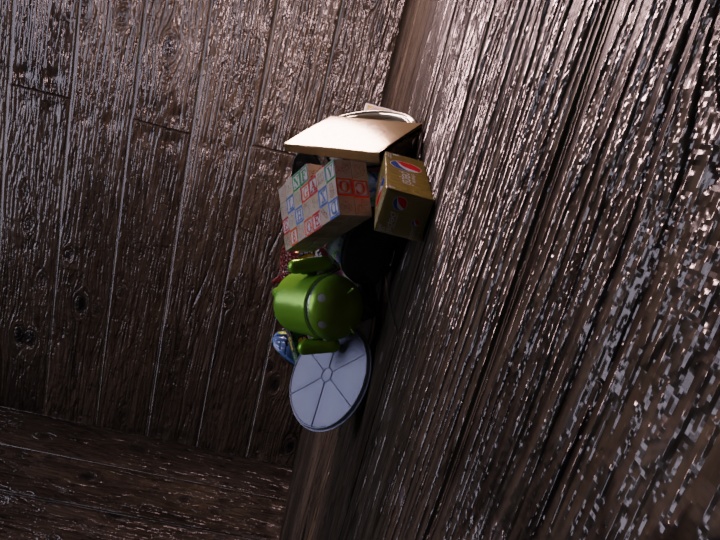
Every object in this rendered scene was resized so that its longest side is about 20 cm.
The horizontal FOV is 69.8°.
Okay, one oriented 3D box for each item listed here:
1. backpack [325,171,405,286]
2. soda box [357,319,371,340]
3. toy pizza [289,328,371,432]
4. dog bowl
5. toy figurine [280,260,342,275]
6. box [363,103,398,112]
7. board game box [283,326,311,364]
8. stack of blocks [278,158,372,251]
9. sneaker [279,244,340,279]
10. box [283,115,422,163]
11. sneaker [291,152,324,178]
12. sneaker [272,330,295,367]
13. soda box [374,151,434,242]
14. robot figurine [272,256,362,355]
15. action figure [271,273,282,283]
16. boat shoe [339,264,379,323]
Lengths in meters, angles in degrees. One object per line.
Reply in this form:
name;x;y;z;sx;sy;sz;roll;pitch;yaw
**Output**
backpack;-0.002;-0.100;0.917;0.200;0.153;0.163;-82;10;-46
soda box;-0.019;0.138;1.044;0.068;0.064;0.200;113;170;-64
toy pizza;-0.052;0.195;0.945;0.200;0.032;0.201;-24;50;32
dog bowl;0.015;-0.258;1.045;0.200;0.200;0.074;-83;-11;-54
toy figurine;-0.076;-0.010;1.162;0.184;0.150;0.200;-41;61;55
box;0.041;-0.331;1.370;0.101;0.112;0.200;110;173;-55
board game box;-0.091;0.170;1.065;0.023;0.105;0.200;-42;62;50
stack of blocks;-0.063;-0.112;0.837;0.200;0.058;0.115;-24;71;56
sneaker;-0.106;-0.013;1.073;0.200;0.082;0.078;3;89;53
box;-0.012;-0.242;0.937;0.163;0.200;0.021;-44;-41;-44
sneaker;-0.069;-0.167;1.044;0.121;0.083;0.200;-63;-33;-50
sneaker;-0.110;0.206;1.105;0.083;0.199;0.071;-47;8;45
soda box;0.061;-0.115;0.763;0.200;0.068;0.064;-85;10;-63
robot figurine;-0.077;0.062;0.933;0.200;0.116;0.176;5;101;47
action figure;-0.138;0.112;1.151;0.099;0.200;0.065;-42;-13;31
boat shoe;0.000;0.000;0.992;0.072;0.065;0.200;17;-118;-54
